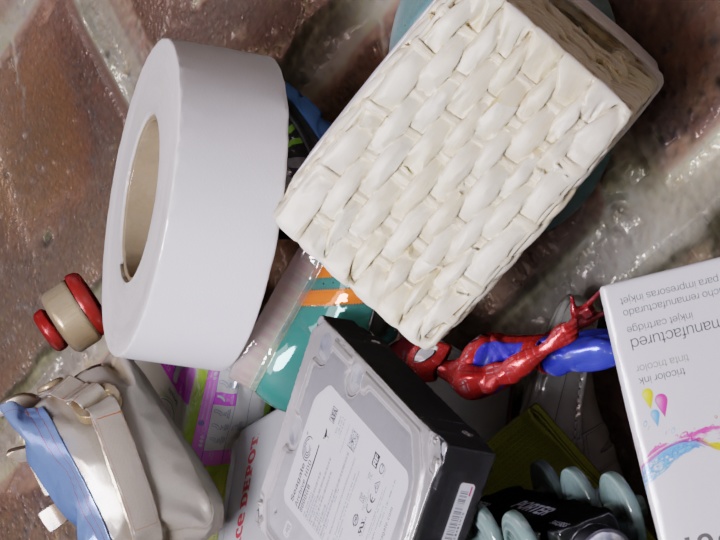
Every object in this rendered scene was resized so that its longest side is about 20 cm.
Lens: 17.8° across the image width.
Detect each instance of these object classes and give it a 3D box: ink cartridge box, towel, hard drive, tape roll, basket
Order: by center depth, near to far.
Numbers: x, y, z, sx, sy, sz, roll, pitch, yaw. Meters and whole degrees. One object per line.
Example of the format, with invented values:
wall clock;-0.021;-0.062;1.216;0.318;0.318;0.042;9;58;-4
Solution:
ink cartridge box;0.216;0.090;1.195;0.144;0.085;0.201;-14;86;6
basket;0.058;-0.071;1.297;0.135;0.123;0.200;40;106;0
hard drive;0.002;0.124;1.310;0.200;0.038;0.140;45;120;61
towel;0.136;0.178;1.337;0.086;0.018;0.200;-43;83;20
tape roll;-0.105;-0.040;1.433;0.202;0.070;0.204;-172;90;-73
ink cartridge box;-0.002;0.145;1.460;0.200;0.083;0.146;-31;42;47

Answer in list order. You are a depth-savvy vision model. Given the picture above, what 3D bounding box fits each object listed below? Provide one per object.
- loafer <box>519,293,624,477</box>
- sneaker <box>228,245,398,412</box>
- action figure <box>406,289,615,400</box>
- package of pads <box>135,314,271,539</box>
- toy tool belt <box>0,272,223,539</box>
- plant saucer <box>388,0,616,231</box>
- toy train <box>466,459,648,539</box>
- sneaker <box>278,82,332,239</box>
loafer;0.126;0.115;1.377;0.069;0.070;0.201;10;102;10
sneaker;0.000;0.000;1.422;0.080;0.071;0.201;30;100;1
action figure;0.120;0.044;1.303;0.199;0.065;0.052;-9;99;20
package of pads;-0.123;0.100;1.616;0.155;0.068;0.201;-127;45;-53
toy tool belt;-0.183;0.114;1.488;0.200;0.123;0.125;57;178;12
plant saucer;0.074;-0.118;1.405;0.200;0.039;0.202;11;105;46
toy train;0.107;0.169;1.247;0.200;0.085;0.115;176;75;-74
sneaker;-0.047;-0.066;1.510;0.083;0.071;0.200;-43;57;-3
